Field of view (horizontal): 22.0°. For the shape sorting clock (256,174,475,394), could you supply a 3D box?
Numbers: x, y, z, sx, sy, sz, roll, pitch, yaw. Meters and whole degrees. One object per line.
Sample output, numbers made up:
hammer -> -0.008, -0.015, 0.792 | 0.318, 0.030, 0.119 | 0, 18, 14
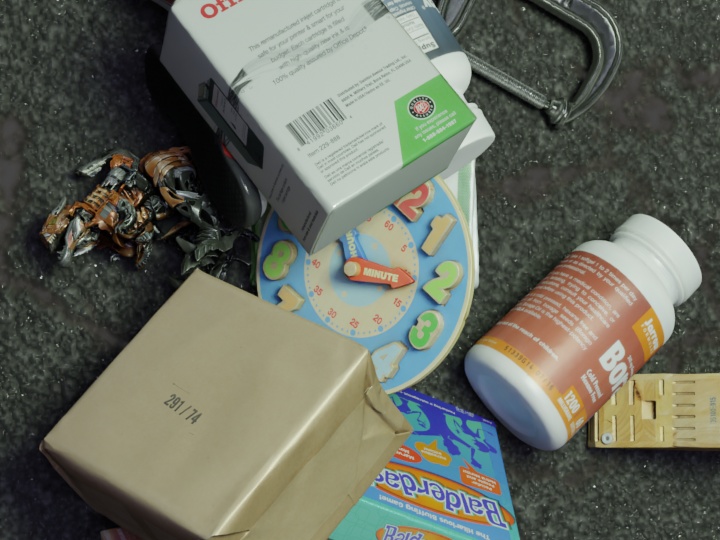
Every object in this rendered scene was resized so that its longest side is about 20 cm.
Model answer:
shape sorting clock -> 0.000, 0.000, 1.462 | 0.039, 0.199, 0.201 | 10, 77, -61

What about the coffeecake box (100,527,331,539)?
coffeecake box -> -0.094, 0.267, 1.441 | 0.199, 0.073, 0.154 | -8, 111, -18

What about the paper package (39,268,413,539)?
paper package -> -0.098, 0.119, 1.363 | 0.191, 0.199, 0.104 | -50, 137, -19

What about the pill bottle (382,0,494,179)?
pill bottle -> 0.021, -0.169, 1.509 | 0.119, 0.120, 0.201 | -28, 81, -18

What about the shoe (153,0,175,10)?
shoe -> -0.163, -0.261, 1.470 | 0.199, 0.091, 0.072 | 31, 62, 6

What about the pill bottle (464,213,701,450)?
pill bottle -> 0.192, 0.048, 1.560 | 0.200, 0.112, 0.112 | -42, 97, -16

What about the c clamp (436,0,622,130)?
c clamp -> 0.128, -0.189, 1.613 | 0.199, 0.027, 0.172 | 23, 78, -12

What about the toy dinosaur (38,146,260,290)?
toy dinosaur -> -0.152, -0.052, 1.479 | 0.199, 0.102, 0.136 | -34, 75, 0

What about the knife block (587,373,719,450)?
knife block -> 0.318, 0.127, 1.627 | 0.199, 0.175, 0.064 | -3, 81, 28

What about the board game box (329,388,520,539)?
board game box -> 0.043, 0.162, 1.463 | 0.151, 0.200, 0.045 | 22, 114, -15

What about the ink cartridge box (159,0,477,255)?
ink cartridge box -> -0.035, -0.138, 1.388 | 0.146, 0.084, 0.200 | -32, 77, -24

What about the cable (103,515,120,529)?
cable -> -0.121, 0.173, 1.489 | 0.199, 0.051, 0.164 | -11, 92, -21

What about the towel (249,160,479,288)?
towel -> 0.005, -0.056, 1.557 | 0.199, 0.031, 0.150 | 1, 83, -17

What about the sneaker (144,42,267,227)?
sneaker -> -0.087, -0.121, 1.473 | 0.107, 0.067, 0.202 | -14, 48, -24
